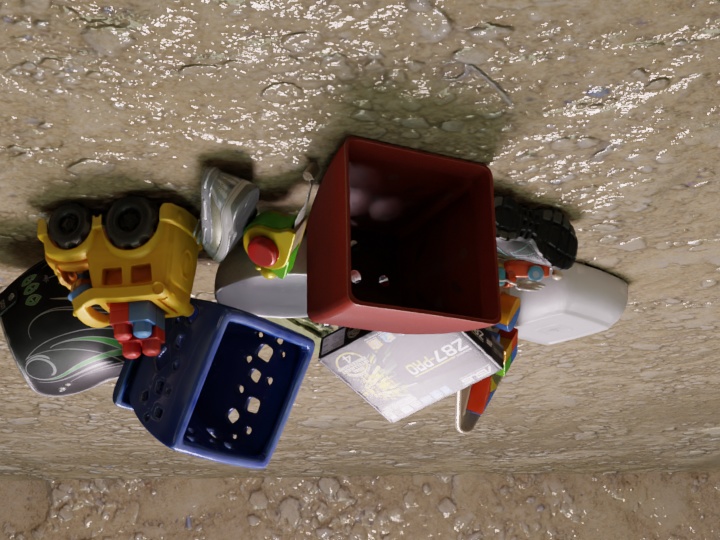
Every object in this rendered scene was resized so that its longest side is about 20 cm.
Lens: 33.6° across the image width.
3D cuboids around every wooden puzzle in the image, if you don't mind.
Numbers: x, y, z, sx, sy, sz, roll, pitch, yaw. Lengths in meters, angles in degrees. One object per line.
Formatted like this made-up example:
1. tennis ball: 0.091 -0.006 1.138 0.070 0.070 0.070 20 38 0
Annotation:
1. wooden puzzle: 0.189 0.113 1.736 0.046 0.185 0.200 13 132 25

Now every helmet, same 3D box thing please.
1. helmet: -0.392 0.068 1.677 0.190 0.201 0.200 -21 161 -5

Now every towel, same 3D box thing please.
1. towel: -0.092 0.086 1.882 0.148 0.037 0.200 30 168 20

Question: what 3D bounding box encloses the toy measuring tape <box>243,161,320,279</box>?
1. toy measuring tape: -0.103 -0.064 1.473 0.073 0.074 0.200 4 136 -15

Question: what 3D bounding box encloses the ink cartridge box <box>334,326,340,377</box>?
1. ink cartridge box: 0.058 0.090 1.784 0.084 0.145 0.200 16 163 -37

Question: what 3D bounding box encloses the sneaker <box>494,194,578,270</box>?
1. sneaker: 0.206 -0.053 1.560 0.200 0.076 0.079 23 164 -37

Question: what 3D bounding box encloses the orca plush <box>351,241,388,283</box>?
1. orca plush: 0.021 0.005 1.567 0.105 0.200 0.071 35 135 9

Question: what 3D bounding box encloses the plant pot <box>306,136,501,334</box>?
1. plant pot: 0.032 -0.017 1.421 0.199 0.201 0.176 9 157 -26

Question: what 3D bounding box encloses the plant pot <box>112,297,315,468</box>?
1. plant pot: -0.211 0.139 1.633 0.179 0.201 0.200 21 178 40

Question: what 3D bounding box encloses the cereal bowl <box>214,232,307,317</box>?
1. cereal bowl: -0.102 0.000 1.649 0.199 0.084 0.200 0 161 0

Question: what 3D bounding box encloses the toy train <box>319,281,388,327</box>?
1. toy train: 0.022 0.030 1.622 0.200 0.034 0.046 -17 139 -36

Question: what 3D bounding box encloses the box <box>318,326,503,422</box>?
1. box: 0.068 0.112 1.612 0.200 0.049 0.161 -29 125 29

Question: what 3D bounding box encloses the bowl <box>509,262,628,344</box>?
1. bowl: 0.300 0.058 1.855 0.200 0.075 0.199 -20 154 40

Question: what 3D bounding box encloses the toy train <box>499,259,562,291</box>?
1. toy train: 0.199 -0.009 1.629 0.150 0.056 0.200 1 -175 10

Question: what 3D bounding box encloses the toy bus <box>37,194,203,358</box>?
1. toy bus: -0.309 0.016 1.528 0.199 0.193 0.136 -4 162 14

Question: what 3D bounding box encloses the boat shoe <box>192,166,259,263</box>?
1. boat shoe: -0.172 -0.070 1.484 0.065 0.075 0.202 35 161 2
